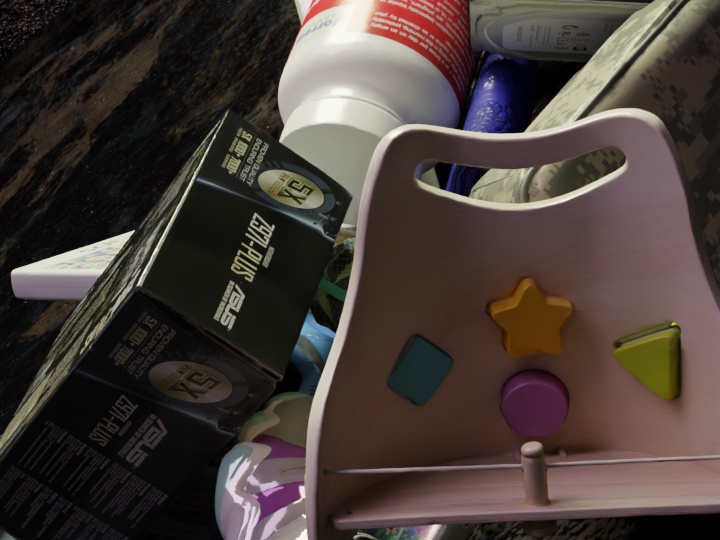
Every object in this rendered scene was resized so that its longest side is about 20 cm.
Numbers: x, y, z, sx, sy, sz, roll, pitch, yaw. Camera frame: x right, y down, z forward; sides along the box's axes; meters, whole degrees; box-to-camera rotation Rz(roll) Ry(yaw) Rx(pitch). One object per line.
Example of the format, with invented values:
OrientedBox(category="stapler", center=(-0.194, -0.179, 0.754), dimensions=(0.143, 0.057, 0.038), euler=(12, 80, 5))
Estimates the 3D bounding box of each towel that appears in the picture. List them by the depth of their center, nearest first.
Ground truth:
OrientedBox(category="towel", center=(0.076, -0.048, 1.103), dimensions=(0.200, 0.049, 0.148), euler=(-72, -2, -59))

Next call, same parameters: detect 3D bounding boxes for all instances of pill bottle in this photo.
OrientedBox(category="pill bottle", center=(0.015, -0.128, 1.117), dimensions=(0.112, 0.112, 0.200), euler=(-24, 35, 40))

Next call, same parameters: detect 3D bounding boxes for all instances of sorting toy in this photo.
OrientedBox(category="sorting toy", center=(0.075, 0.022, 0.795), dimensions=(0.200, 0.180, 0.107), euler=(-3, 15, 5))

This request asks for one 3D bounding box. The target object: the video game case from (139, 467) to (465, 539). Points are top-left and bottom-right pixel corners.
OrientedBox(category="video game case", center=(-0.067, 0.185, 0.940), dimensions=(0.200, 0.024, 0.182), euler=(4, 47, 41))

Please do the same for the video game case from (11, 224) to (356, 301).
OrientedBox(category="video game case", center=(-0.094, -0.013, 1.181), dimensions=(0.200, 0.024, 0.182), euler=(1, 15, 42))

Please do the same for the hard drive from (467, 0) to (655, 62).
OrientedBox(category="hard drive", center=(0.160, -0.146, 1.021), dimensions=(0.140, 0.200, 0.038), euler=(60, -147, -83))

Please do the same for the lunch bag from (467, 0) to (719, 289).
OrientedBox(category="lunch bag", center=(0.135, -0.035, 0.941), dimensions=(0.200, 0.139, 0.168), euler=(-49, 11, -25))

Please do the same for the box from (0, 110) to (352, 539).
OrientedBox(category="box", center=(-0.105, 0.041, 0.973), dimensions=(0.200, 0.086, 0.164), euler=(-48, 13, 35))

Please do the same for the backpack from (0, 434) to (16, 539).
OrientedBox(category="backpack", center=(-0.259, 0.200, 1.167), dimensions=(0.190, 0.154, 0.200), euler=(-32, 30, 41))

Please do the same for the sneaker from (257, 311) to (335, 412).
OrientedBox(category="sneaker", center=(-0.059, 0.056, 1.075), dimensions=(0.200, 0.078, 0.066), euler=(20, 105, 55))

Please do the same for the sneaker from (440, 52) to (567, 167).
OrientedBox(category="sneaker", center=(0.089, -0.138, 1.324), dimensions=(0.200, 0.075, 0.114), euler=(-25, 27, 52))

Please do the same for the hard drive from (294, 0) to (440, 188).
OrientedBox(category="hard drive", center=(0.001, -0.135, 1.247), dimensions=(0.026, 0.132, 0.200), euler=(-24, 67, 19))

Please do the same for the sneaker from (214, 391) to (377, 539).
OrientedBox(category="sneaker", center=(-0.002, 0.137, 0.859), dimensions=(0.140, 0.078, 0.200), euler=(-9, 46, 24))

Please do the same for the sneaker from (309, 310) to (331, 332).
OrientedBox(category="sneaker", center=(-0.042, 0.064, 1.181), dimensions=(0.116, 0.075, 0.200), euler=(-54, 20, 6))

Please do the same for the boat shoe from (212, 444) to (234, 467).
OrientedBox(category="boat shoe", center=(-0.090, 0.153, 1.078), dimensions=(0.200, 0.063, 0.073), euler=(-34, 22, 21))

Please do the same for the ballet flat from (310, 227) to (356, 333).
OrientedBox(category="ballet flat", center=(0.000, 0.000, 1.071), dimensions=(0.074, 0.074, 0.200), euler=(-41, 1, 4))
